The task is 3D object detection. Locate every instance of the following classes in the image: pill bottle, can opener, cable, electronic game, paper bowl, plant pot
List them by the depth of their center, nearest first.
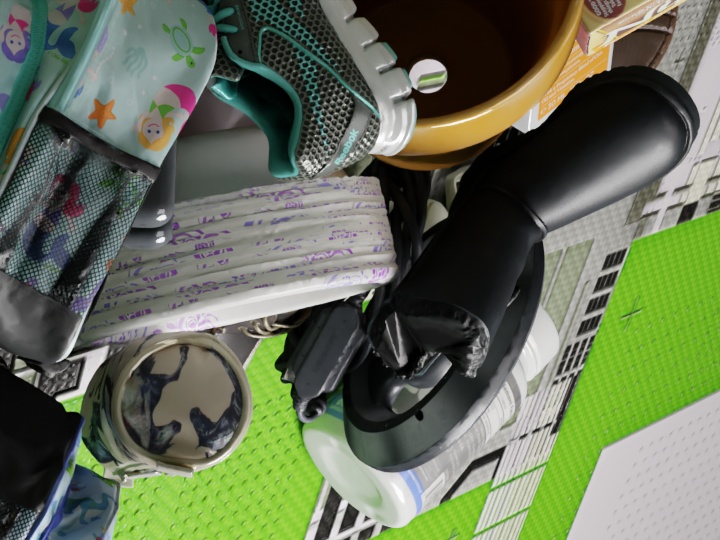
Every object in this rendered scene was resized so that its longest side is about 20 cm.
[{"bbox_3d":[-0.103,-0.107,1.036,0.053,0.066,0.200,101,-5,-63],"label":"can opener"},{"bbox_3d":[-0.083,-0.023,1.127,0.201,0.200,0.105,-6,84,-55],"label":"paper bowl"},{"bbox_3d":[0.036,-0.150,1.179,0.200,0.200,0.183,-51,167,-10],"label":"plant pot"},{"bbox_3d":[0.053,0.042,1.278,0.042,0.200,0.200,30,93,-25],"label":"electronic game"},{"bbox_3d":[0.000,0.000,1.316,0.163,0.051,0.200,-88,-157,-66],"label":"cable"},{"bbox_3d":[0.059,0.097,1.516,0.200,0.114,0.114,-44,149,-22],"label":"pill bottle"}]

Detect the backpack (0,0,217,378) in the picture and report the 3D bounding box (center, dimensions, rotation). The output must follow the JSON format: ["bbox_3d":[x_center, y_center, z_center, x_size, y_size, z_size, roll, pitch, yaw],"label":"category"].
[{"bbox_3d":[-0.169,-0.075,0.934,0.151,0.177,0.200,38,78,-33],"label":"backpack"}]

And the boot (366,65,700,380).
[{"bbox_3d":[0.100,-0.020,1.129,0.200,0.076,0.168,-26,-154,49],"label":"boot"}]

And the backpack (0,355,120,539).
[{"bbox_3d":[-0.230,0.166,1.067,0.200,0.147,0.183,-53,-170,5],"label":"backpack"}]

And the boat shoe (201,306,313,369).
[{"bbox_3d":[-0.073,0.012,1.271,0.074,0.073,0.200,-18,133,-49],"label":"boat shoe"}]

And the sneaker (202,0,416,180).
[{"bbox_3d":[-0.055,-0.134,1.017,0.091,0.200,0.078,-34,176,-32],"label":"sneaker"}]

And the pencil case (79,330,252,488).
[{"bbox_3d":[-0.119,0.084,1.133,0.200,0.078,0.090,157,-65,-74],"label":"pencil case"}]

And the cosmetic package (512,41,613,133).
[{"bbox_3d":[0.131,-0.209,1.364,0.101,0.071,0.200,-37,145,-31],"label":"cosmetic package"}]

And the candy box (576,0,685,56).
[{"bbox_3d":[0.222,-0.216,1.245,0.200,0.055,0.115,-29,176,5],"label":"candy box"}]

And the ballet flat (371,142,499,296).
[{"bbox_3d":[0.070,-0.037,1.466,0.200,0.076,0.064,-39,116,-36],"label":"ballet flat"}]

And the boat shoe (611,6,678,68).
[{"bbox_3d":[0.188,-0.159,1.519,0.075,0.075,0.203,23,85,-19],"label":"boat shoe"}]
